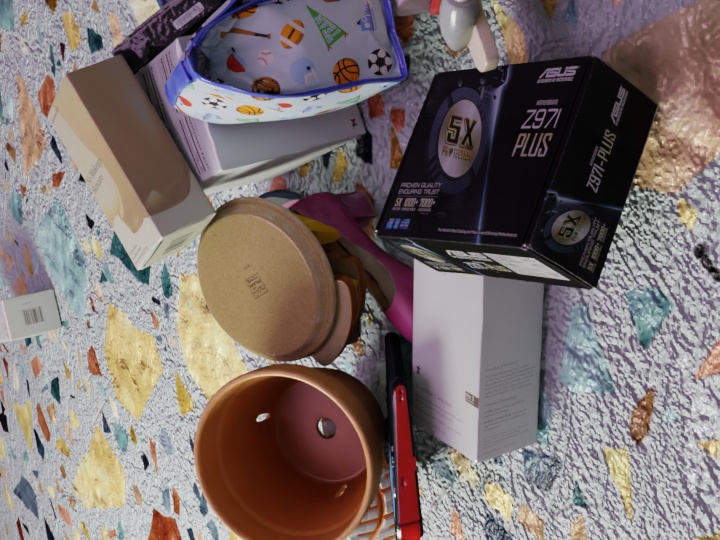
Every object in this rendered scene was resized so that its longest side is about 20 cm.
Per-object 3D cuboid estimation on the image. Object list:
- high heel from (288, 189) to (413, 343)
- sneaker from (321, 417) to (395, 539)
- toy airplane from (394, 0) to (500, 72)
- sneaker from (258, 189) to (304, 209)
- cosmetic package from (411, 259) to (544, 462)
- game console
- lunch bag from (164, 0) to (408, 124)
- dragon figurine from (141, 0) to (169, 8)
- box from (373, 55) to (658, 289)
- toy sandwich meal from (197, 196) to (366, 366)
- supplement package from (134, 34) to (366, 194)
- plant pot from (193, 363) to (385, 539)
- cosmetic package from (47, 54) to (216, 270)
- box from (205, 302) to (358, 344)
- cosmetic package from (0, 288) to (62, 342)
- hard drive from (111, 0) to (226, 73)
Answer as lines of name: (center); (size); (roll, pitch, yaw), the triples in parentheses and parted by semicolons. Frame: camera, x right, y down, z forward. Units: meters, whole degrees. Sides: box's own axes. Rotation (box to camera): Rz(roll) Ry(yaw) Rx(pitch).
high heel: (0.000, 0.000, 1.224); (0.067, 0.096, 0.200); (-45, 65, 52)
sneaker: (0.000, 0.234, 1.343); (0.077, 0.078, 0.200); (-162, 60, -78)
toy airplane: (0.069, -0.283, 0.975); (0.200, 0.141, 0.199); (35, 124, 56)
sneaker: (-0.087, -0.044, 1.348); (0.200, 0.082, 0.070); (29, 125, 48)
cosmetic package: (0.111, 0.068, 1.100); (0.113, 0.081, 0.200); (23, 122, 53)
game console: (0.039, 0.173, 1.199); (0.200, 0.031, 0.177); (-96, -1, -78)
lunch bag: (-0.082, -0.203, 1.082); (0.170, 0.200, 0.124); (173, 82, -74)
dragon figurine: (-0.226, -0.352, 1.462); (0.200, 0.059, 0.100); (-10, 94, 58)
box: (0.125, -0.081, 0.955); (0.200, 0.086, 0.164); (8, 74, 55)
toy sandwich meal: (-0.086, 0.007, 1.226); (0.205, 0.070, 0.205); (14, 116, 31)
supplement package: (-0.140, -0.176, 1.275); (0.200, 0.191, 0.147); (-18, 91, 56)
plant pot: (-0.057, 0.187, 1.226); (0.200, 0.140, 0.200); (4, 101, 20)
cosmetic package: (-0.244, -0.113, 1.208); (0.200, 0.071, 0.105); (58, 148, 6)
box: (-0.098, 0.035, 1.380); (0.200, 0.100, 0.075); (23, 120, 49)
cosmetic package: (-0.674, 0.095, 2.243); (0.200, 0.108, 0.085); (-10, 93, 55)
hard drive: (-0.184, -0.290, 1.275); (0.140, 0.200, 0.038); (-31, 102, 23)
